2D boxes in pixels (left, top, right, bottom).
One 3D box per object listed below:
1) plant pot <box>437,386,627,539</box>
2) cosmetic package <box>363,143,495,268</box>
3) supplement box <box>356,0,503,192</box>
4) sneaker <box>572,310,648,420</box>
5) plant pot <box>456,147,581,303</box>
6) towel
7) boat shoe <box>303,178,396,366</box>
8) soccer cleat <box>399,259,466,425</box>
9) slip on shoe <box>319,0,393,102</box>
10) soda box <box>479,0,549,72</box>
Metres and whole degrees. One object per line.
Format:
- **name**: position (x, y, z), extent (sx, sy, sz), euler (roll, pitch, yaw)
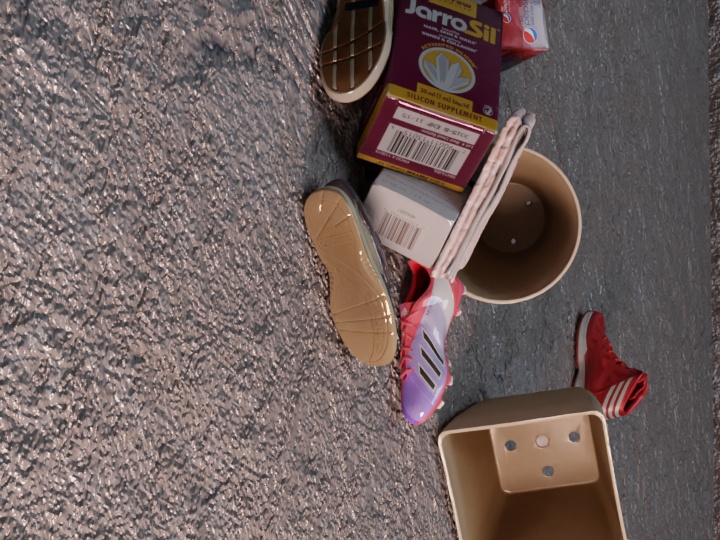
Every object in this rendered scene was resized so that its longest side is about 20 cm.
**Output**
- **plant pot**: position (0.219, 0.243, 1.949), extent (0.177, 0.198, 0.202), euler (-63, 142, -70)
- **cosmetic package**: position (0.074, -0.095, 1.763), extent (0.074, 0.101, 0.200), euler (-65, 178, 36)
- **supplement box**: position (0.079, -0.203, 1.724), extent (0.103, 0.130, 0.201), euler (118, -16, -46)
- **sneaker**: position (0.394, 0.148, 2.452), extent (0.078, 0.115, 0.201), euler (53, 38, -50)
- **plant pot**: position (0.181, -0.061, 1.961), extent (0.200, 0.186, 0.189), euler (-23, 106, -81)
- **towel**: position (0.141, -0.085, 1.764), extent (0.201, 0.032, 0.191), euler (-63, 177, 10)
- **boat shoe**: position (0.000, 0.000, 1.629), extent (0.065, 0.071, 0.201), euler (-47, 121, -54)
- **soccer cleat**: position (0.067, 0.079, 1.795), extent (0.076, 0.067, 0.201), euler (32, 56, -25)
- **slip on shoe**: position (0.000, -0.252, 1.696), extent (0.061, 0.075, 0.201), euler (70, 19, -53)
- **soda box**: position (0.147, -0.272, 1.890), extent (0.069, 0.200, 0.064), euler (-2, 84, -22)
